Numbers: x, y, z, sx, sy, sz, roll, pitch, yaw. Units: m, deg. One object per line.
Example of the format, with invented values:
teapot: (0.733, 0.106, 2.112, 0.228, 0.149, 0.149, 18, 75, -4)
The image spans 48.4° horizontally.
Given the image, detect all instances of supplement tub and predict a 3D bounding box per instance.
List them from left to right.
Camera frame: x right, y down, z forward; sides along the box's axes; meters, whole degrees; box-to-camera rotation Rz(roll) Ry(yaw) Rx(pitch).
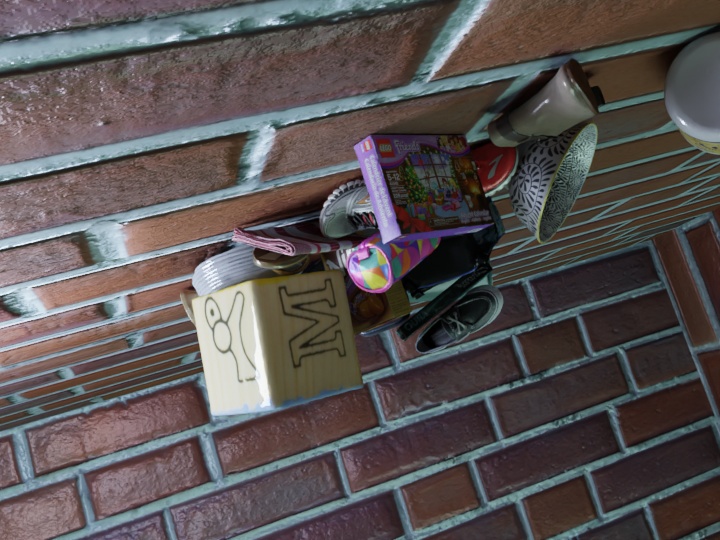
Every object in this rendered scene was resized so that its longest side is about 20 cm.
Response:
supplement tub: (0.513, -0.242, 1.128, 0.145, 0.146, 0.200, -22, 169, 26)

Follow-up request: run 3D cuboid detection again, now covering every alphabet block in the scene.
alphabet block: (-0.138, 0.119, 1.325, 0.196, 0.202, 0.195, -7, 175, -45)

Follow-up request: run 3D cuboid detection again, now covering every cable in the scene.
cable: (-0.201, 0.004, 1.431, 0.199, 0.070, 0.200, -19, 171, 5)

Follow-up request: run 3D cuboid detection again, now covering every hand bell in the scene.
hand bell: (-0.239, 0.035, 1.565, 0.199, 0.105, 0.104, -30, 170, 3)

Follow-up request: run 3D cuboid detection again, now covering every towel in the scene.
towel: (-0.084, -0.052, 1.274, 0.143, 0.023, 0.199, 15, -165, 39)

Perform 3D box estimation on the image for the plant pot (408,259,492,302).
plant pot: (0.157, -0.021, 1.654, 0.194, 0.202, 0.200, -10, 171, 3)

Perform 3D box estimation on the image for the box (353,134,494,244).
box: (0.091, -0.114, 1.091, 0.199, 0.138, 0.039, -10, 169, -44)

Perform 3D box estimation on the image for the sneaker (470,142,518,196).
sneaker: (0.147, -0.144, 1.233, 0.199, 0.078, 0.085, -23, 165, 24)

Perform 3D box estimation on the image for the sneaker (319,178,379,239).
sneaker: (0.024, -0.096, 1.189, 0.199, 0.083, 0.078, -25, 137, 22)

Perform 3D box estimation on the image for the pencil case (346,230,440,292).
pencil case: (0.056, -0.037, 1.259, 0.088, 0.089, 0.200, -24, -170, 34)

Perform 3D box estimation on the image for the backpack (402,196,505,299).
backpack: (0.157, -0.067, 1.423, 0.182, 0.148, 0.200, -23, -172, 35)

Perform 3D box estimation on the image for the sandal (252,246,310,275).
sandal: (-0.117, -0.021, 1.300, 0.080, 0.054, 0.200, 6, -169, 8)

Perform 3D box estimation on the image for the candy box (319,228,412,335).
candy box: (0.000, 0.000, 1.386, 0.056, 0.201, 0.116, -13, 170, -46)

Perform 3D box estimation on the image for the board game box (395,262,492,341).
board game box: (0.152, 0.058, 1.484, 0.200, 0.028, 0.135, -38, 174, -5)

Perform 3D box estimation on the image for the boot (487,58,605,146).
boot: (0.235, -0.207, 1.047, 0.145, 0.071, 0.200, -20, 170, 26)

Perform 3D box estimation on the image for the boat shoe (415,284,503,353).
boat shoe: (0.178, 0.096, 1.488, 0.200, 0.072, 0.068, -35, 178, 36)

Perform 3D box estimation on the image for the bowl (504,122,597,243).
bowl: (0.290, -0.153, 1.274, 0.094, 0.202, 0.200, 27, -168, 24)

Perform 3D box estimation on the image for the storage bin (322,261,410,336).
storage bin: (-0.010, 0.014, 1.529, 0.145, 0.201, 0.134, -21, 159, 22)

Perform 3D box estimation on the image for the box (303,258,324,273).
box: (-0.141, 0.055, 1.644, 0.140, 0.079, 0.200, -20, -169, 24)
